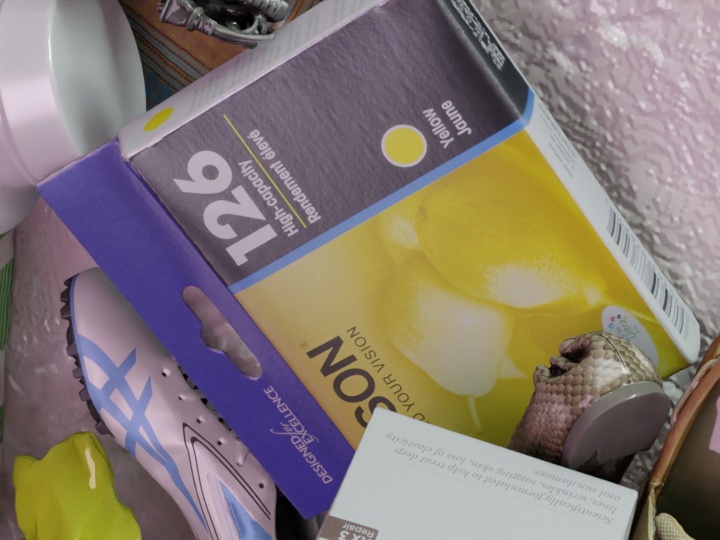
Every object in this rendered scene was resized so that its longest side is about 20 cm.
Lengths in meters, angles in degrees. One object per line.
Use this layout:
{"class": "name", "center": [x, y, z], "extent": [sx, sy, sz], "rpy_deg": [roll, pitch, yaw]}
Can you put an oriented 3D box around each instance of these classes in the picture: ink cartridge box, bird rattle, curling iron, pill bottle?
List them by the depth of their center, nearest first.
{"class": "ink cartridge box", "center": [0.000, 0.000, 0.996], "extent": [0.199, 0.047, 0.198], "rpy_deg": [-31, 112, 19]}
{"class": "curling iron", "center": [-0.090, -0.128, 1.018], "extent": [0.200, 0.049, 0.026], "rpy_deg": [34, 110, 54]}
{"class": "pill bottle", "center": [-0.200, -0.067, 1.069], "extent": [0.199, 0.120, 0.120], "rpy_deg": [-8, 104, 20]}
{"class": "bird rattle", "center": [-0.098, 0.171, 1.130], "extent": [0.200, 0.163, 0.113], "rpy_deg": [41, 82, 2]}

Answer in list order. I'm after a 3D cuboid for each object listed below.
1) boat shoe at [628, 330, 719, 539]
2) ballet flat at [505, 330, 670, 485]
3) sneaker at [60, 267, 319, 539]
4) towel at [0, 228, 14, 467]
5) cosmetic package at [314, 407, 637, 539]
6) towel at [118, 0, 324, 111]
{"class": "boat shoe", "center": [0.132, 0.107, 0.960], "extent": [0.075, 0.074, 0.201], "rpy_deg": [18, 102, 20]}
{"class": "ballet flat", "center": [0.072, 0.088, 0.998], "extent": [0.046, 0.067, 0.200], "rpy_deg": [60, 152, 28]}
{"class": "sneaker", "center": [-0.063, 0.079, 1.111], "extent": [0.072, 0.072, 0.200], "rpy_deg": [-34, 90, 19]}
{"class": "towel", "center": [-0.196, 0.082, 1.139], "extent": [0.023, 0.153, 0.201], "rpy_deg": [10, 113, 8]}
{"class": "cosmetic package", "center": [0.034, 0.158, 0.978], "extent": [0.112, 0.081, 0.201], "rpy_deg": [19, 136, 8]}
{"class": "towel", "center": [-0.062, -0.093, 1.069], "extent": [0.146, 0.022, 0.200], "rpy_deg": [38, 123, 13]}
